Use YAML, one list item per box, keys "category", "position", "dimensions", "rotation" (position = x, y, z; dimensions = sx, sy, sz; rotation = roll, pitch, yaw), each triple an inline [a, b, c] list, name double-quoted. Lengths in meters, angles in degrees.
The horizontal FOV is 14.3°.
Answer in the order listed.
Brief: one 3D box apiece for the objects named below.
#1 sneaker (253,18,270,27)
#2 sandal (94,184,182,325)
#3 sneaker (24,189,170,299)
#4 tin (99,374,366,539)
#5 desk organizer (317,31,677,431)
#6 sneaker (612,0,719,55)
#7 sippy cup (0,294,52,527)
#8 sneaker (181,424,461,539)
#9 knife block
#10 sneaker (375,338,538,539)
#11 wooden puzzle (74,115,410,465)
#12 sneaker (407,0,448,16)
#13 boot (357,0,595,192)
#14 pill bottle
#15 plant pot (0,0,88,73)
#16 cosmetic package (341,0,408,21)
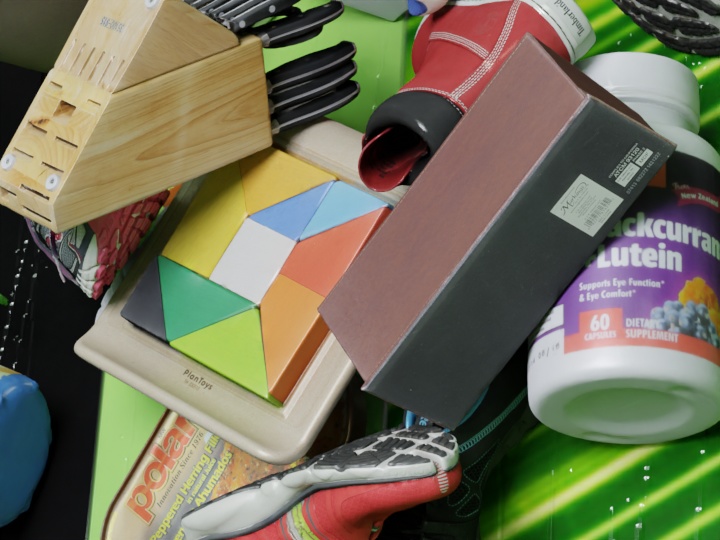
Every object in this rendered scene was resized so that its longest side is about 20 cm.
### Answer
- category: "sneaker"
  position: [-0.088, -0.193, 1.806]
  dimensions: [0.073, 0.112, 0.200]
  rotation: [29, 87, 19]
- category: "sandal"
  position: [-0.086, -0.024, 1.765]
  dimensions: [0.207, 0.059, 0.079]
  rotation: [-55, 37, -9]
- category: "sneaker"
  position: [-0.169, -0.033, 1.737]
  dimensions: [0.081, 0.075, 0.200]
  rotation: [-56, 9, -6]
- category: "tin"
  position: [-0.074, 0.123, 1.682]
  dimensions: [0.112, 0.042, 0.200]
  rotation: [32, 92, 18]
- category: "desk organizer"
  position: [0.069, -0.021, 1.545]
  dimensions: [0.200, 0.072, 0.077]
  rotation: [-53, 39, 15]
- category: "sneaker"
  position: [0.225, -0.174, 1.664]
  dimensions: [0.200, 0.077, 0.089]
  rotation: [17, 63, 29]
- category: "sippy cup"
  position: [-0.267, 0.100, 1.773]
  dimensions: [0.130, 0.140, 0.178]
  rotation: [11, 112, 22]
- category: "sneaker"
  position: [-0.011, 0.142, 1.584]
  dimensions: [0.200, 0.077, 0.085]
  rotation: [-24, 89, 43]
- category: "knife block"
  position: [-0.095, -0.090, 1.664]
  dimensions: [0.064, 0.175, 0.200]
  rotation: [25, 85, 47]
- category: "sneaker"
  position: [0.037, 0.116, 1.617]
  dimensions: [0.073, 0.082, 0.200]
  rotation: [15, 77, 32]
- category: "wooden puzzle"
  position: [-0.056, -0.003, 1.663]
  dimensions: [0.185, 0.037, 0.200]
  rotation: [26, 77, 39]
- category: "sneaker"
  position: [-0.014, -0.225, 1.675]
  dimensions: [0.200, 0.075, 0.088]
  rotation: [33, 72, 17]
- category: "boot"
  position: [0.039, -0.098, 1.654]
  dimensions: [0.144, 0.072, 0.200]
  rotation: [-42, 9, -14]
- category: "pill bottle"
  position: [0.149, -0.015, 1.596]
  dimensions: [0.111, 0.111, 0.200]
  rotation: [-10, 63, 25]
- category: "plant pot"
  position: [-0.206, -0.205, 1.829]
  dimensions: [0.187, 0.200, 0.188]
  rotation: [-13, 62, 25]
- category: "cosmetic package"
  position: [0.005, -0.269, 1.791]
  dimensions: [0.071, 0.101, 0.200]
  rotation: [-32, 45, 59]
